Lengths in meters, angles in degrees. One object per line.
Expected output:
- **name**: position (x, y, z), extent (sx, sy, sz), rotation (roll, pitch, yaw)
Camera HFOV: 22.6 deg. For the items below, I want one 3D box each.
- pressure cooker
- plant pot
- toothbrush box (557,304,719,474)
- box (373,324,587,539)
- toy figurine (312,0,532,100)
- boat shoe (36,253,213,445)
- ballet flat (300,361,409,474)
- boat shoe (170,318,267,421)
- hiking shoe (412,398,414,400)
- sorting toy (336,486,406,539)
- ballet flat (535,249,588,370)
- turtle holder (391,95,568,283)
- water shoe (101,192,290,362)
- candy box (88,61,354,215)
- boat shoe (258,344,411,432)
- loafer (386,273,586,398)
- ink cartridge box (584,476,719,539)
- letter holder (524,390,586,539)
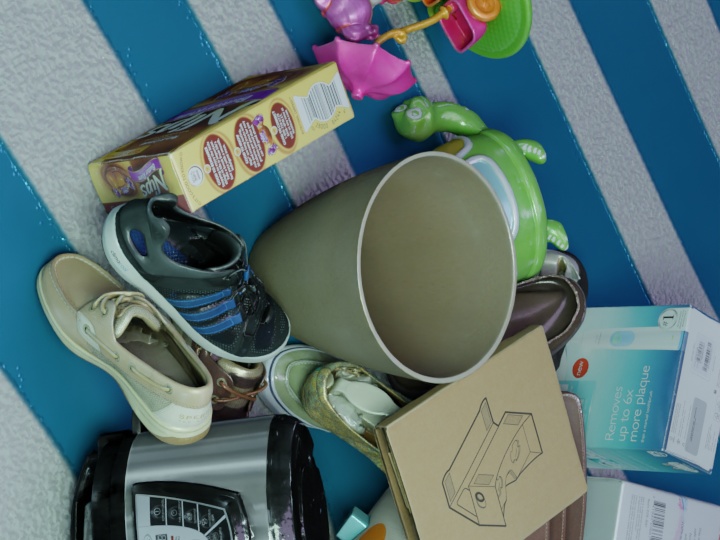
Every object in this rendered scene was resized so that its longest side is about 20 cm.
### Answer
- **pressure cooker**: position (-0.131, 0.210, 1.415), extent (0.177, 0.198, 0.180), rotation (-87, 168, -49)
- **plant pot**: position (0.000, 0.000, 1.542), extent (0.186, 0.199, 0.190), rotation (2, 87, -42)
- **toothbrush box**: position (0.258, 0.116, 1.778), extent (0.085, 0.199, 0.148), rotation (26, 72, -37)
- **box**: position (0.106, 0.161, 1.523), extent (0.199, 0.021, 0.165), rotation (-30, 110, -37)
- **toy figurine**: position (0.028, -0.243, 1.646), extent (0.183, 0.150, 0.201), rotation (-35, 90, -28)
- **boat shoe**: position (-0.179, 0.046, 1.390), extent (0.072, 0.200, 0.065), rotation (-21, 144, -36)
- **ballet flat**: position (0.039, 0.143, 1.538), extent (0.199, 0.071, 0.071), rotation (33, 61, 1)
- **boat shoe**: position (-0.117, 0.088, 1.515), extent (0.072, 0.072, 0.202), rotation (3, 86, -43)
- **hiking shoe**: position (0.086, 0.130, 1.715), extent (0.100, 0.076, 0.202), rotation (-3, 84, -29)
- **sorting toy**: position (0.030, 0.253, 1.613), extent (0.201, 0.106, 0.181), rotation (83, 28, -46)
- **ballet flat**: position (0.187, 0.026, 1.763), extent (0.201, 0.067, 0.069), rotation (-72, 164, -50)
- **turtle holder**: position (0.100, -0.069, 1.683), extent (0.131, 0.141, 0.188), rotation (-16, 109, -25)
- **water shoe**: position (-0.115, 0.010, 1.423), extent (0.199, 0.078, 0.072), rotation (35, 51, -36)
- **candy box**: position (-0.114, -0.109, 1.498), extent (0.200, 0.116, 0.057), rotation (-36, 112, -39)
- **boat shoe**: position (-0.008, 0.115, 1.622), extent (0.199, 0.062, 0.073), rotation (24, 72, -39)
- **loafer**: position (0.119, 0.059, 1.645), extent (0.198, 0.071, 0.073), rotation (-25, 71, -10)
- **ink cartridge box**: position (0.296, 0.304, 1.881), extent (0.199, 0.087, 0.147), rotation (18, 76, -39)
- **letter holder**: position (0.147, 0.221, 1.647), extent (0.140, 0.101, 0.202), rotation (-1, 102, -6)
